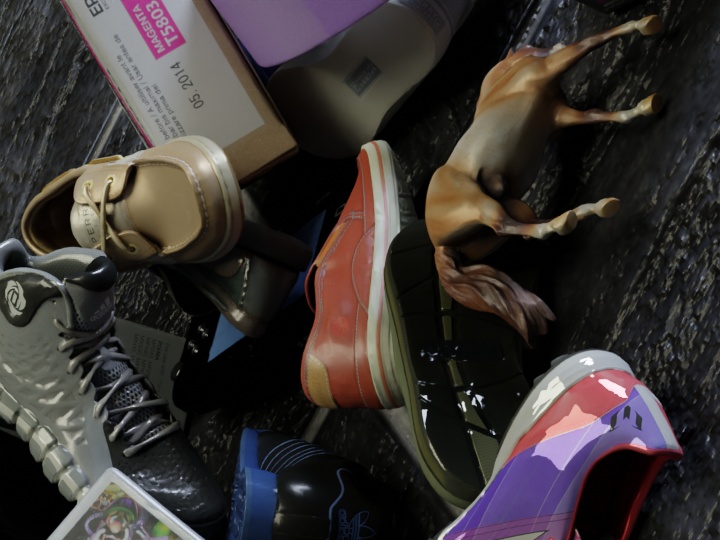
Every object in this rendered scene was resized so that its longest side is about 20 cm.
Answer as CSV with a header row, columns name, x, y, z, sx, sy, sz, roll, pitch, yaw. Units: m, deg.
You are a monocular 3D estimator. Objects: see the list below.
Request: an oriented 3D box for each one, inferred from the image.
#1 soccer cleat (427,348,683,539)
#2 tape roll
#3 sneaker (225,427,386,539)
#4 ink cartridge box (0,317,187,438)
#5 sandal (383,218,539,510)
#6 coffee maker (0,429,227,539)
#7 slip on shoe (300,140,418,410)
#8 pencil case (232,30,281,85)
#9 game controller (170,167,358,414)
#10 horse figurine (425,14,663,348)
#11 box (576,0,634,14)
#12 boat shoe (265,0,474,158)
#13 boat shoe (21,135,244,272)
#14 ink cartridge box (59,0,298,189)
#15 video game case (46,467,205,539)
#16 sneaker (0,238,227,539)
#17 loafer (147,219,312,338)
name,x,y,z,sx,sy,sz,roll,pitch,yaw
soccer cleat,0.079,0.134,1.263,0.200,0.068,0.073,-60,42,19
tape roll,0.005,-0.199,1.530,0.200,0.066,0.200,-34,13,9
sneaker,-0.030,0.128,1.468,0.200,0.078,0.070,-124,43,-84
ink cartridge box,-0.223,0.066,1.716,0.146,0.200,0.083,-18,58,57
sandal,0.048,0.047,1.367,0.057,0.080,0.201,101,173,-46
coffee maker,-0.181,0.153,1.570,0.135,0.200,0.192,-4,66,61
slip on shoe,0.000,0.000,1.460,0.061,0.074,0.200,-10,39,13
pencil case,-0.054,-0.187,1.718,0.200,0.078,0.087,-118,27,-56
game controller,-0.049,0.013,1.607,0.200,0.042,0.104,-34,42,47
horse figurine,0.083,-0.054,1.374,0.132,0.050,0.200,-8,49,45
box,0.085,-0.229,1.359,0.106,0.200,0.122,-22,52,56
boat shoe,0.007,-0.129,1.584,0.069,0.072,0.200,-47,-1,-30
boat shoe,-0.132,-0.029,1.530,0.200,0.069,0.074,-13,94,61
ink cartridge box,-0.120,-0.135,1.627,0.075,0.200,0.165,-31,1,-3
video game case,-0.117,0.226,1.398,0.200,0.023,0.182,35,80,28
sneaker,-0.142,0.056,1.489,0.200,0.075,0.116,38,128,18
loafer,-0.094,0.000,1.596,0.200,0.072,0.063,7,77,66
